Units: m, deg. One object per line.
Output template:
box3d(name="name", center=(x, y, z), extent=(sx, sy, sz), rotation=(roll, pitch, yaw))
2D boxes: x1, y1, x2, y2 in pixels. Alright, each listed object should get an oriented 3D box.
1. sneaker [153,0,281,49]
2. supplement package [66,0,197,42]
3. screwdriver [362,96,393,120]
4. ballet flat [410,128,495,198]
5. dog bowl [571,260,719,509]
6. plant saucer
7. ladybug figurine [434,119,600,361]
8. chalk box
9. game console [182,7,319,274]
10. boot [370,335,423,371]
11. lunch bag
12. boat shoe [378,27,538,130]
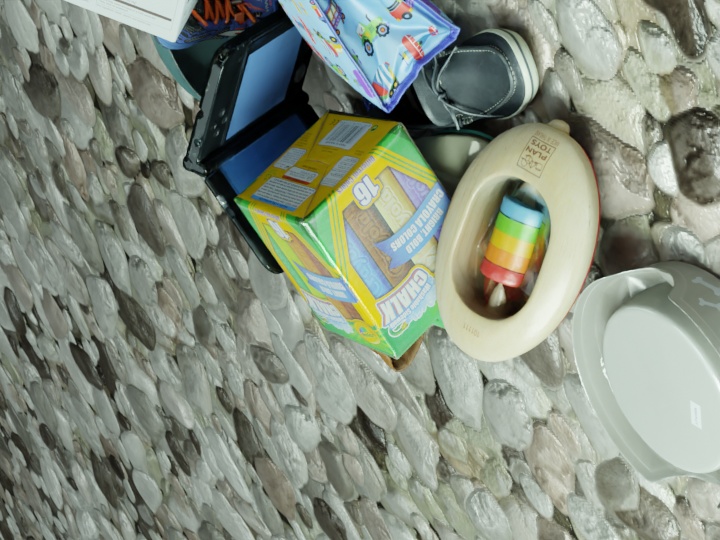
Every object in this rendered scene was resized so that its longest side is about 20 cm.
box3d(name="sneaker", center=(-0.114, -0.244, 1.685), extent=(0.078, 0.199, 0.076), rotation=(-6, 98, 40))
box3d(name="supplement package", center=(-0.188, -0.317, 1.605), extent=(0.155, 0.201, 0.111), rotation=(20, 135, 0))
box3d(name="screwdriver", center=(0.001, -0.166, 1.658), extent=(0.029, 0.028, 0.201), rotation=(51, -167, -55))
box3d(name="ballet flat", center=(0.062, -0.084, 1.627), extent=(0.200, 0.069, 0.070), rotation=(9, 122, 65))
box3d(name="dog bowl", center=(0.250, 0.083, 1.453), extent=(0.200, 0.058, 0.201), rotation=(43, 149, 34))
box3d(name="plant saucer", center=(-0.156, -0.249, 1.757), extent=(0.027, 0.200, 0.201), rotation=(-10, 111, 22))
box3d(name="ladybug figurine", center=(0.132, -0.024, 1.496), extent=(0.135, 0.072, 0.201), rotation=(33, 110, 34))
box3d(name="chalk box", center=(0.012, -0.016, 1.576), extent=(0.124, 0.124, 0.201), rotation=(17, 146, 57))
box3d(name="game console", center=(-0.056, -0.126, 1.649), extent=(0.116, 0.200, 0.177), rotation=(27, 122, 13))
box3d(name="boot", center=(0.000, 0.000, 1.812), extent=(0.155, 0.076, 0.201), rotation=(50, 154, 28))
box3d(name="lunch bag", center=(-0.039, -0.241, 1.509), extent=(0.200, 0.094, 0.151), rotation=(40, -176, -37))
box3d(name="boat shoe", center=(0.078, -0.151, 1.545), extent=(0.200, 0.062, 0.075), rotation=(-4, 110, 61))
